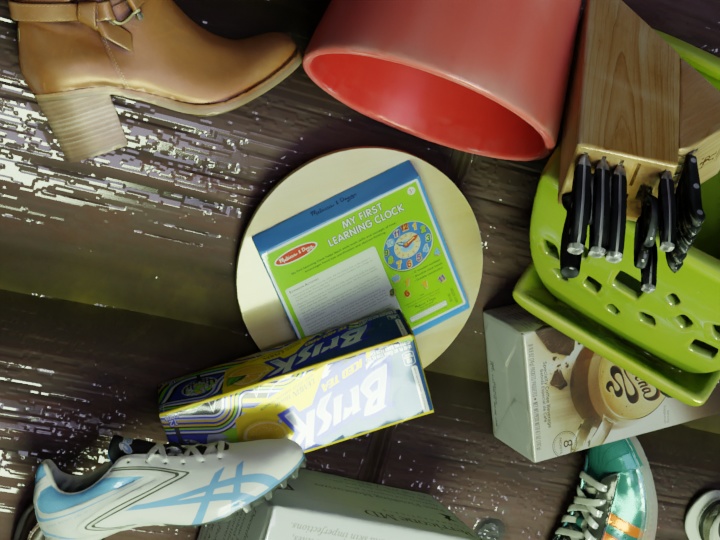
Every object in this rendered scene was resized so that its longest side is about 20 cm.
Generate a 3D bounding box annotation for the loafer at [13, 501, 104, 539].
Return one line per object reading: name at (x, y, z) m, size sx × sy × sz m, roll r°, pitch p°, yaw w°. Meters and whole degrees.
loafer at (-0.219, 0.267, 1.157) m, size 0.073 × 0.071 × 0.201 m, roll -6°, pitch 105°, yaw -21°

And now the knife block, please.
knife block at (0.163, -0.083, 1.043) m, size 0.175 × 0.200 × 0.064 m, roll -27°, pitch 152°, yaw -27°

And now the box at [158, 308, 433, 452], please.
box at (-0.050, 0.097, 1.167) m, size 0.199 × 0.064 × 0.070 m, roll -18°, pitch 109°, yaw -3°

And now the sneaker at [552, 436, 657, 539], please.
sneaker at (0.203, 0.229, 1.320) m, size 0.079 × 0.071 × 0.201 m, roll -10°, pitch 109°, yaw -23°

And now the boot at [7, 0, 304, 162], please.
boot at (-0.148, -0.181, 1.089) m, size 0.199 × 0.077 × 0.156 m, roll -20°, pitch 105°, yaw -9°

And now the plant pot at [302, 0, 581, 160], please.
plant pot at (0.075, -0.198, 1.113) m, size 0.200 × 0.200 × 0.178 m, roll 23°, pitch 82°, yaw -25°

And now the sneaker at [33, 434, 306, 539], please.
sneaker at (-0.138, 0.148, 1.102) m, size 0.199 × 0.072 × 0.073 m, roll -13°, pitch 101°, yaw -1°

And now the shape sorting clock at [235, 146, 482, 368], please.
shape sorting clock at (0.000, 0.000, 1.201) m, size 0.199 × 0.039 × 0.201 m, roll -6°, pitch 114°, yaw -14°

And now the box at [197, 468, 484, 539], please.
box at (-0.030, 0.270, 1.203) m, size 0.198 × 0.131 × 0.201 m, roll 15°, pitch 96°, yaw -25°

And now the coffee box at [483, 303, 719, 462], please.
coffee box at (0.211, 0.075, 1.284) m, size 0.199 × 0.080 × 0.114 m, roll -12°, pitch 106°, yaw -19°

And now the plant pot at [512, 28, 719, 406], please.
plant pot at (0.240, -0.029, 1.170) m, size 0.198 × 0.182 × 0.200 m, roll 30°, pitch 53°, yaw 12°

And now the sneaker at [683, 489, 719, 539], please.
sneaker at (0.384, 0.286, 1.385) m, size 0.200 × 0.115 × 0.076 m, roll 42°, pitch 85°, yaw -25°
